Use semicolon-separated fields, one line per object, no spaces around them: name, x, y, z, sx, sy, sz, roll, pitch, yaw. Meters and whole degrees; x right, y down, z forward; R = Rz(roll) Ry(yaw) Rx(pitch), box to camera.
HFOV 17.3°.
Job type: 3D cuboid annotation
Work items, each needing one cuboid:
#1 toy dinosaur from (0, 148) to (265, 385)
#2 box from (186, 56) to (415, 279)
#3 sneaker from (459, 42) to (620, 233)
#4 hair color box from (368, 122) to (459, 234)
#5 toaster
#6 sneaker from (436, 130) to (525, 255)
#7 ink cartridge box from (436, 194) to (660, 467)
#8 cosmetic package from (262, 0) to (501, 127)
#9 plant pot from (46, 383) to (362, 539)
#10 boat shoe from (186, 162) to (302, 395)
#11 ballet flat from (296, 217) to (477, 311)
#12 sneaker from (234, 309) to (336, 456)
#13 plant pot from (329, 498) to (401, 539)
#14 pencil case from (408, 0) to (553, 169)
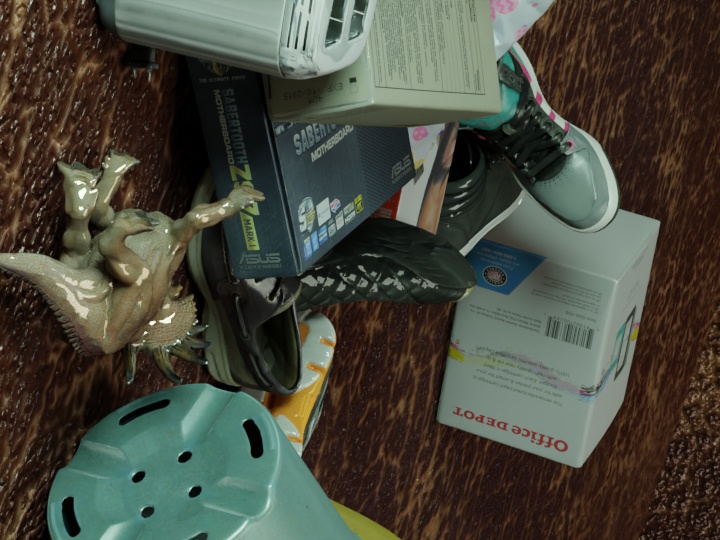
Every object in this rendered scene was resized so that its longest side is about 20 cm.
toy dinosaur;-0.134;0.012;1.319;0.200;0.086;0.136;-24;136;-61
box;-0.033;-0.101;1.490;0.200;0.051;0.158;-42;124;-60
sneaker;0.117;-0.115;1.839;0.084;0.200;0.121;-44;159;22
hair color box;0.027;-0.093;1.742;0.111;0.064;0.200;-33;139;-65
toaster;-0.058;-0.184;1.277;0.114;0.129;0.200;-25;130;-66
sneaker;0.094;-0.088;1.939;0.200;0.071;0.099;-50;157;-44
ink cartridge box;0.173;0.049;2.193;0.146;0.146;0.200;-46;149;-57
cosmetic package;0.013;-0.142;1.449;0.200;0.071;0.105;-1;85;-65
plant pot;-0.085;0.186;1.435;0.200;0.200;0.196;-61;144;-34
boat shoe;-0.068;0.006;1.534;0.072;0.065;0.200;-55;154;-39
ballet flat;0.000;0.000;1.662;0.200;0.067;0.057;3;134;-39
sneaker;-0.070;0.121;1.630;0.077;0.078;0.200;98;18;-56
plant pot;-0.028;0.295;1.710;0.196;0.200;0.194;91;23;-45
pencil case;0.058;-0.157;1.612;0.200;0.091;0.083;-50;-164;21
